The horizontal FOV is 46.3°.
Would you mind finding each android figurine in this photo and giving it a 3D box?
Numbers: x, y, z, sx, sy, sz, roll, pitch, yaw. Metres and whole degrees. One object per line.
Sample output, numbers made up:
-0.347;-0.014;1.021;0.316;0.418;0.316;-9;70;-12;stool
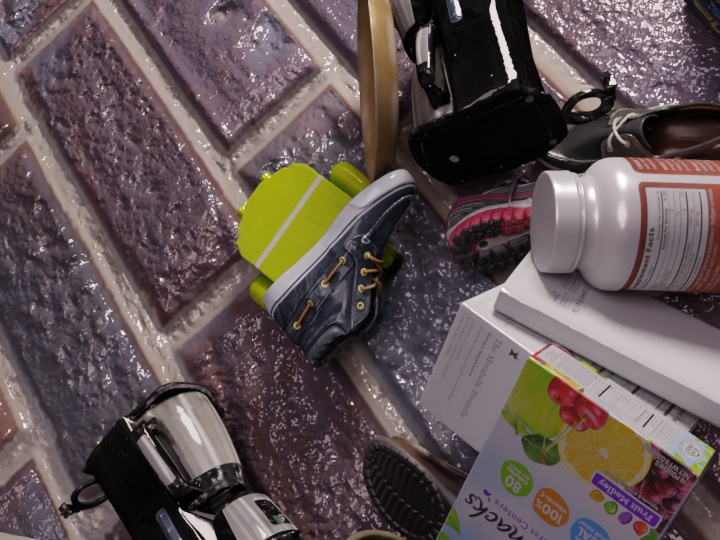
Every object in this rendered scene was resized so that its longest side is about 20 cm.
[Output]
-0.053;-0.033;0.908;0.199;0.041;0.184;35;89;24;android figurine

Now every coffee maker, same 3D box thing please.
0.130;-0.211;0.833;0.187;0.135;0.204;-7;63;2;coffee maker
-0.175;0.248;0.835;0.201;0.133;0.193;51;118;27;coffee maker

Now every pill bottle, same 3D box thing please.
0.250;-0.039;0.719;0.195;0.112;0.115;2;73;-3;pill bottle

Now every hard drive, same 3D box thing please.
0.221;0.046;0.716;0.197;0.132;0.027;28;119;15;hard drive

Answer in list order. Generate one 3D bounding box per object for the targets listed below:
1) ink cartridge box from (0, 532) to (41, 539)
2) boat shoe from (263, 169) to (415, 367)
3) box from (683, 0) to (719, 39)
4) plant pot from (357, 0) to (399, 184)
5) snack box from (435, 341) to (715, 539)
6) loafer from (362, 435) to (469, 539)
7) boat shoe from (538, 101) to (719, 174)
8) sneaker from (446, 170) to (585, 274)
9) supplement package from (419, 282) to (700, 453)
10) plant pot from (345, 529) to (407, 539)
-0.417;0.343;0.885;0.196;0.128;0.128;1;74;22;ink cartridge box
0.000;0.000;0.830;0.200;0.071;0.091;-45;69;10;boat shoe
0.365;-0.233;0.744;0.051;0.158;0.202;-33;64;7;box
0.017;-0.190;0.854;0.027;0.201;0.205;-4;71;-3;plant pot
0.152;0.180;0.639;0.141;0.053;0.203;35;118;26;snack box
0.086;0.218;0.768;0.198;0.070;0.074;34;115;26;loafer
0.261;-0.130;0.804;0.196;0.067;0.073;5;76;26;boat shoe
0.177;-0.064;0.813;0.195;0.082;0.075;-12;39;9;sneaker
0.169;0.114;0.718;0.199;0.109;0.116;35;121;27;supplement package
-0.003;0.354;0.702;0.174;0.199;0.201;-45;63;20;plant pot
